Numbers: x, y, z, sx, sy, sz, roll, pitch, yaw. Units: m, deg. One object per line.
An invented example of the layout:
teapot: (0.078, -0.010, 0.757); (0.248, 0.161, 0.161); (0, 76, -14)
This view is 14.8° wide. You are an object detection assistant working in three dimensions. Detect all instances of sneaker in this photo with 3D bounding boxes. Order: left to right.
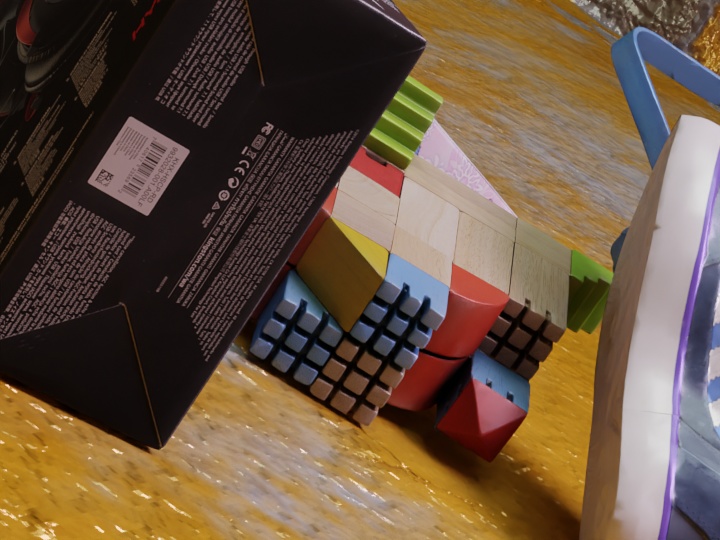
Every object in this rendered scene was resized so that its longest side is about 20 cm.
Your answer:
sneaker: (0.162, 0.047, 0.998); (0.146, 0.081, 0.201); (14, 57, -4)

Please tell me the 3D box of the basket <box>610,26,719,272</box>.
basket: (0.210, -0.023, 1.457); (0.176, 0.139, 0.201); (23, 45, -41)

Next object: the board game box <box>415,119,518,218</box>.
board game box: (-0.020, -0.093, 1.288); (0.199, 0.043, 0.200); (45, 0, -41)

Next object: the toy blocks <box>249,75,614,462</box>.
toy blocks: (0.000, 0.000, 1.010); (0.199, 0.100, 0.137); (31, 23, -9)

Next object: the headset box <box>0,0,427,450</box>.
headset box: (-0.070, -0.058, 0.873); (0.075, 0.149, 0.200); (29, 12, -23)
